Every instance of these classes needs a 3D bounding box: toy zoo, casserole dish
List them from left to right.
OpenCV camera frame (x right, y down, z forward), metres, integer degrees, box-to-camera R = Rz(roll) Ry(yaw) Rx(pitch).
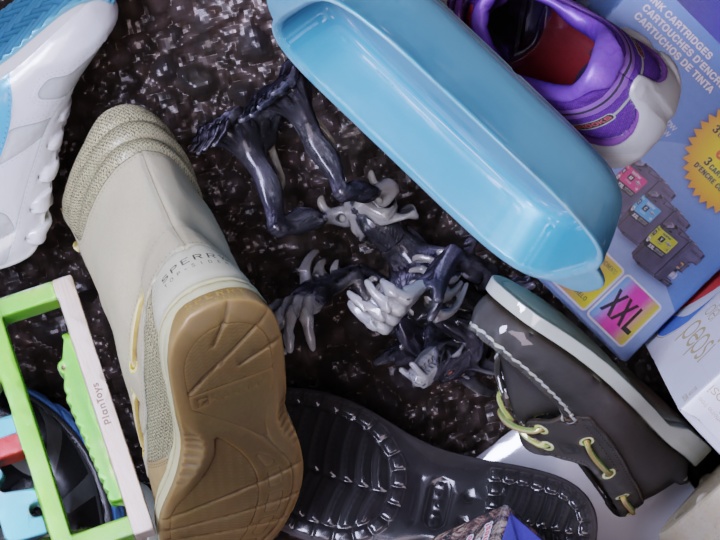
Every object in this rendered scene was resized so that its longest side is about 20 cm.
[{"bbox_3d":[-0.210,0.094,1.341,0.200,0.020,0.131,-19,77,-5],"label":"toy zoo"},{"bbox_3d":[0.043,-0.069,1.286,0.200,0.121,0.039,43,75,-9],"label":"casserole dish"}]

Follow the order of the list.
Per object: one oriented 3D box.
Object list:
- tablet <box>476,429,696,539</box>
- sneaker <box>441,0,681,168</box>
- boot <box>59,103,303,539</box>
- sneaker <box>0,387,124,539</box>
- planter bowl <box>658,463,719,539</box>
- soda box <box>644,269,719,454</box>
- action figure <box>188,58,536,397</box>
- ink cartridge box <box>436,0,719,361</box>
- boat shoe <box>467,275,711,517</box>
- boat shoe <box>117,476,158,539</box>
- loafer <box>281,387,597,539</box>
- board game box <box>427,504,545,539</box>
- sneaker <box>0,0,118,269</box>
[{"bbox_3d":[0.082,0.157,1.476,0.200,0.014,0.130,-37,105,5],"label":"tablet"},{"bbox_3d":[0.059,-0.118,1.318,0.081,0.200,0.083,-61,142,-7],"label":"sneaker"},{"bbox_3d":[-0.089,0.035,1.362,0.073,0.156,0.200,-18,139,-14],"label":"boot"},{"bbox_3d":[-0.157,0.142,1.383,0.071,0.083,0.200,-35,71,40],"label":"sneaker"},{"bbox_3d":[0.232,0.136,1.404,0.135,0.200,0.200,45,97,5],"label":"planter bowl"},{"bbox_3d":[0.183,0.043,1.356,0.068,0.200,0.064,-42,98,7],"label":"soda box"},{"bbox_3d":[0.000,0.000,1.374,0.200,0.102,0.119,50,139,-11],"label":"action figure"},{"bbox_3d":[0.148,-0.076,1.387,0.136,0.076,0.200,43,96,-15],"label":"ink cartridge box"},{"bbox_3d":[0.103,0.066,1.370,0.061,0.072,0.201,-47,141,4],"label":"boat shoe"},{"bbox_3d":[-0.102,0.199,1.444,0.066,0.074,0.200,-7,103,-40],"label":"boat shoe"},{"bbox_3d":[0.019,0.118,1.423,0.200,0.071,0.073,19,76,10],"label":"loafer"},{"bbox_3d":[0.043,0.226,1.390,0.200,0.097,0.159,-28,119,39],"label":"board game box"},{"bbox_3d":[-0.174,-0.056,1.366,0.081,0.077,0.200,36,107,-17],"label":"sneaker"}]
